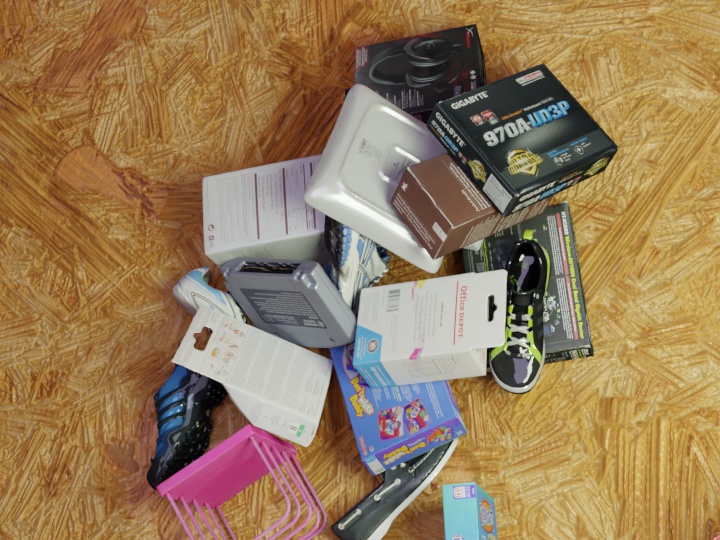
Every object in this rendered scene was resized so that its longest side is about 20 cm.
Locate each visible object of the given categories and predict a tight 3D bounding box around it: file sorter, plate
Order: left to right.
[{"bbox_3d":[-0.138,0.297,1.581,0.138,0.200,0.126,-34,70,3],"label":"file sorter"},{"bbox_3d":[0.047,-0.125,1.609,0.198,0.032,0.201,29,61,-10],"label":"plate"}]

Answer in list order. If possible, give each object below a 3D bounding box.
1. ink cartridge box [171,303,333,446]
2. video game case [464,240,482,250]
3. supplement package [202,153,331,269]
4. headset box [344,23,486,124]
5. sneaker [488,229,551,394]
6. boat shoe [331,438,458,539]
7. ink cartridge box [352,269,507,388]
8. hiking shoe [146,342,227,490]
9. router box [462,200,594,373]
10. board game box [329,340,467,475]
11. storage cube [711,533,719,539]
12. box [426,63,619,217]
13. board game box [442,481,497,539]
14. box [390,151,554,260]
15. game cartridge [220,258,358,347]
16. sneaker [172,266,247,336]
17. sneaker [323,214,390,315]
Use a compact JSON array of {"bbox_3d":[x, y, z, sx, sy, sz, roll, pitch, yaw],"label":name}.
[{"bbox_3d":[-0.139,0.134,1.621,0.198,0.161,0.051,21,116,-3],"label":"ink cartridge box"},{"bbox_3d":[0.110,-0.125,1.698,0.180,0.022,0.202,11,59,26],"label":"video game case"},{"bbox_3d":[-0.105,-0.073,1.731,0.197,0.117,0.119,-9,68,12],"label":"supplement package"},{"bbox_3d":[0.074,-0.247,1.738,0.197,0.078,0.150,-8,53,12],"label":"headset box"},{"bbox_3d":[0.193,0.050,1.559,0.071,0.083,0.203,2,74,17],"label":"sneaker"},{"bbox_3d":[0.044,0.275,1.598,0.060,0.076,0.200,41,86,5],"label":"boat shoe"},{"bbox_3d":[0.097,0.074,1.577,0.197,0.068,0.116,-8,54,22],"label":"ink cartridge box"},{"bbox_3d":[-0.249,0.203,1.716,0.086,0.075,0.202,13,67,26],"label":"hiking shoe"},{"bbox_3d":[0.216,0.023,1.640,0.148,0.062,0.203,-10,71,13],"label":"router box"},{"bbox_3d":[0.044,0.147,1.625,0.133,0.045,0.202,-24,49,8],"label":"board game box"},{"bbox_3d":[0.507,0.339,1.397,0.199,0.180,0.172,-32,67,3],"label":"storage cube"},{"bbox_3d":[0.204,-0.166,1.566,0.198,0.046,0.160,-24,66,-35],"label":"box"},{"bbox_3d":[0.137,0.366,1.506,0.044,0.152,0.203,-6,71,13],"label":"board game box"},{"bbox_3d":[0.147,-0.098,1.570,0.198,0.075,0.101,-21,64,-35],"label":"box"},{"bbox_3d":[-0.089,0.044,1.656,0.198,0.134,0.041,3,41,48],"label":"game cartridge"},{"bbox_3d":[-0.180,0.074,1.733,0.072,0.072,0.200,-39,71,-10],"label":"sneaker"},{"bbox_3d":[0.000,0.000,1.654,0.084,0.202,0.077,-13,49,-19],"label":"sneaker"}]
